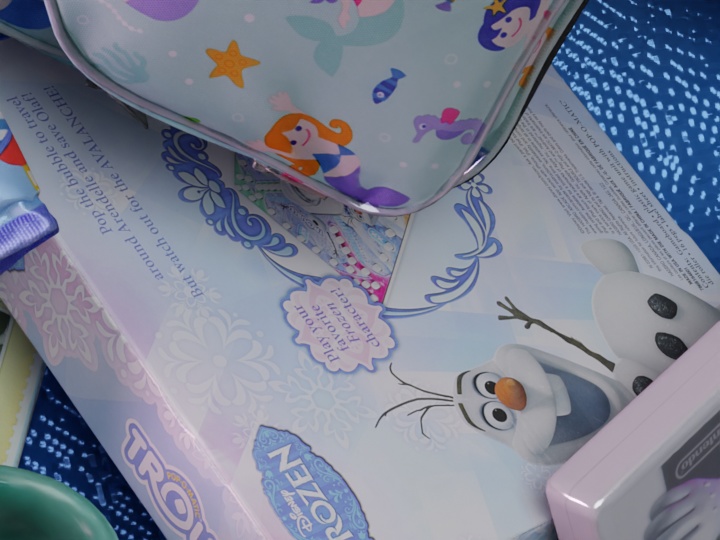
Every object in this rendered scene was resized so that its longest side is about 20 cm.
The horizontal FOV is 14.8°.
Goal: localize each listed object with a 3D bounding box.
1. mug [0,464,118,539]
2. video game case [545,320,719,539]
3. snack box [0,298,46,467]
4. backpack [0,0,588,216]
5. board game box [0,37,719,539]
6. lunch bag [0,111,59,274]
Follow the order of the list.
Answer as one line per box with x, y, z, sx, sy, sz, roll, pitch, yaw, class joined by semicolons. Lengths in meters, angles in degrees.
-0.135;0.127;0.673;0.114;0.185;0.152;28;99;-4;mug
0.144;0.068;0.832;0.200;0.182;0.023;-40;46;-25;video game case
-0.179;-0.010;0.773;0.200;0.037;0.116;26;61;-25;snack box
-0.024;-0.121;0.729;0.200;0.178;0.151;25;26;-11;backpack
0.000;0.000;0.807;0.199;0.043;0.200;-20;65;-40;board game box
-0.204;-0.027;0.697;0.200;0.094;0.151;-27;89;-24;lunch bag
